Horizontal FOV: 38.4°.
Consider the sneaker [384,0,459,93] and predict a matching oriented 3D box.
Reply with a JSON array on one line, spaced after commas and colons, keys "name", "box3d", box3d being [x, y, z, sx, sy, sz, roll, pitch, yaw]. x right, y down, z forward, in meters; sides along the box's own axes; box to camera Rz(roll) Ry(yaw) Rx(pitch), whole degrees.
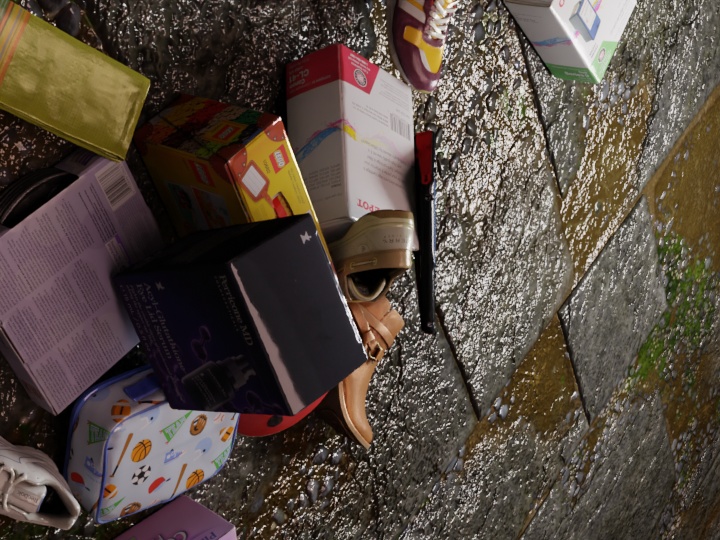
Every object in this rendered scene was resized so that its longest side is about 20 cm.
[{"name": "sneaker", "box3d": [0.080, -0.309, 1.189, 0.075, 0.089, 0.202, -3, 85, -52]}]

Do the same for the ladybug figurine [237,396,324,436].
[{"name": "ladybug figurine", "box3d": [-0.085, 0.108, 1.185, 0.136, 0.072, 0.201, 44, 74, -21]}]

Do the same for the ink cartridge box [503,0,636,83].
[{"name": "ink cartridge box", "box3d": [0.301, -0.383, 1.473, 0.200, 0.087, 0.146, 37, 76, -48]}]

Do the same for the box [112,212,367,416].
[{"name": "box", "box3d": [-0.112, 0.042, 0.943, 0.104, 0.199, 0.149, -33, 107, -38]}]

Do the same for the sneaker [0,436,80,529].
[{"name": "sneaker", "box3d": [-0.331, 0.182, 0.935, 0.200, 0.087, 0.075, 36, 78, -49]}]

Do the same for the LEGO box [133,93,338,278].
[{"name": "LEGO box", "box3d": [-0.123, -0.063, 1.037, 0.077, 0.148, 0.201, -44, 135, -29]}]

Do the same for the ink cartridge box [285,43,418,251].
[{"name": "ink cartridge box", "box3d": [-0.008, -0.126, 1.145, 0.147, 0.085, 0.202, 21, 63, -52]}]

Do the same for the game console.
[{"name": "game console", "box3d": [0.081, -0.051, 1.237, 0.177, 0.031, 0.202, -91, 178, -62]}]

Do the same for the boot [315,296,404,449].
[{"name": "boot", "box3d": [0.003, 0.123, 1.319, 0.155, 0.073, 0.201, -48, 133, -21]}]

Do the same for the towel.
[{"name": "towel", "box3d": [-0.273, -0.170, 0.883, 0.199, 0.018, 0.087, 26, 79, -40]}]

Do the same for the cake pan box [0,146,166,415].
[{"name": "cake pan box", "box3d": [-0.269, 0.004, 0.968, 0.184, 0.052, 0.201, -47, 136, -31]}]

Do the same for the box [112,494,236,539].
[{"name": "box", "box3d": [-0.222, 0.388, 1.141, 0.175, 0.096, 0.202, -28, 126, -41]}]

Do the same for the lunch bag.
[{"name": "lunch bag", "box3d": [-0.206, 0.160, 1.064, 0.199, 0.075, 0.162, -22, 136, -45]}]

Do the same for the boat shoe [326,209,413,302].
[{"name": "boat shoe", "box3d": [0.000, 0.000, 1.087, 0.073, 0.200, 0.067, 1, 71, -18]}]
